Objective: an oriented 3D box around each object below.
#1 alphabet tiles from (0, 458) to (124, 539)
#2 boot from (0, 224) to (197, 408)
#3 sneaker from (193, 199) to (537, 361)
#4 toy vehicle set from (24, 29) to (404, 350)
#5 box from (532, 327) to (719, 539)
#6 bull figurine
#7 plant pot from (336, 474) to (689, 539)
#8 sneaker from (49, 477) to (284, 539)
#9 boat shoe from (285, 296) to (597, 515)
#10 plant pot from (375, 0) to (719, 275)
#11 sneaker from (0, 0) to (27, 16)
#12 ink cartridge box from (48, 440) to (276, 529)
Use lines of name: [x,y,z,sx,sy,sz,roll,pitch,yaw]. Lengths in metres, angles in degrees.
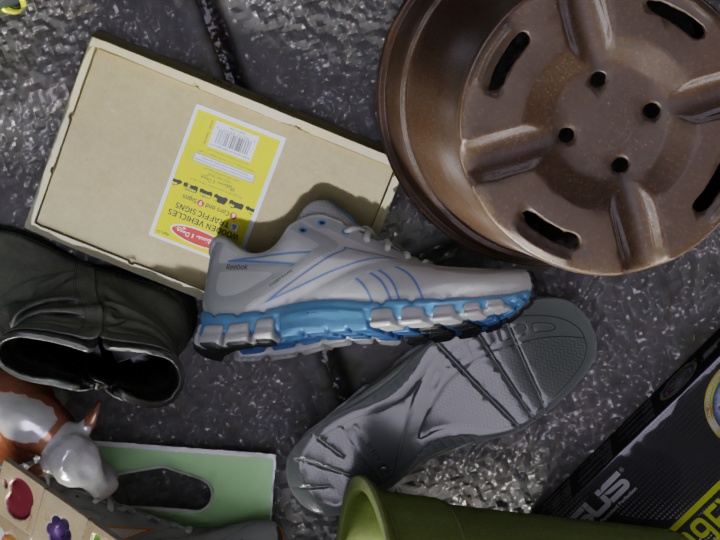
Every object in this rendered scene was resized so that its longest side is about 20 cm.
alphabet tiles: [-0.161,0.229,1.079,0.167,0.008,0.200,30,115,27]
boot: [-0.192,0.025,1.125,0.200,0.131,0.068,10,104,1]
sneaker: [0.000,0.000,1.107,0.200,0.075,0.087,-4,77,11]
toy vehicle set: [-0.085,-0.047,1.155,0.200,0.027,0.124,22,104,-3]
box: [0.224,0.142,1.176,0.160,0.044,0.200,42,103,-8]
bull figurine: [-0.230,0.081,1.141,0.200,0.121,0.065,18,84,0]
plant pot: [0.094,0.210,1.094,0.190,0.200,0.200,-2,104,-10]
sneaker: [-0.147,0.161,1.156,0.200,0.076,0.092,-11,77,-4]
boat shoe: [0.046,0.076,1.165,0.202,0.065,0.074,-33,98,6]
plant pot: [0.113,-0.085,1.034,0.200,0.198,0.200,-1,100,-3]
sneaker: [-0.227,-0.160,1.110,0.085,0.074,0.200,24,110,-13]
ink cartridge box: [-0.127,0.207,1.212,0.145,0.048,0.200,4,89,2]
